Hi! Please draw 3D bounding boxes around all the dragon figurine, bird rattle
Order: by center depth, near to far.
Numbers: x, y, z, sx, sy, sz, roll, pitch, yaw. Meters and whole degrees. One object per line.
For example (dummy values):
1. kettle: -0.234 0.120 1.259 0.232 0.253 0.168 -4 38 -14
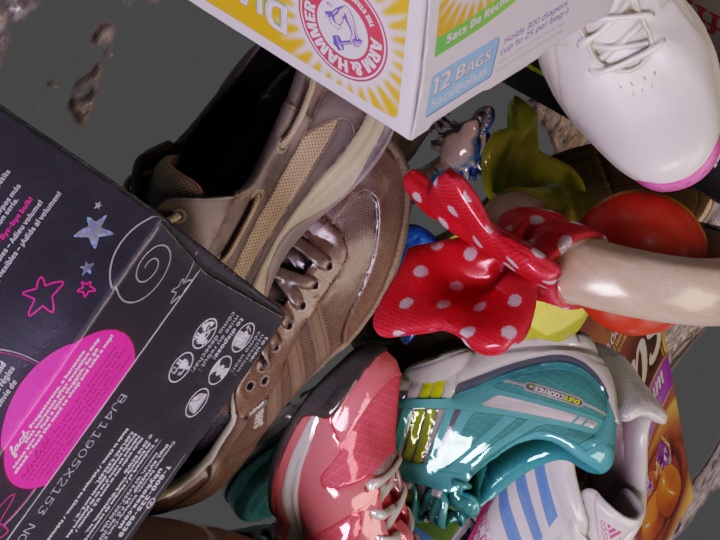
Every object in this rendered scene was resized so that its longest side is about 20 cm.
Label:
1. bird rattle: 0.097 -0.014 1.162 0.200 0.162 0.113 -27 126 -84
2. dragon figurine: 0.000 0.000 1.255 0.099 0.059 0.201 -12 127 -54

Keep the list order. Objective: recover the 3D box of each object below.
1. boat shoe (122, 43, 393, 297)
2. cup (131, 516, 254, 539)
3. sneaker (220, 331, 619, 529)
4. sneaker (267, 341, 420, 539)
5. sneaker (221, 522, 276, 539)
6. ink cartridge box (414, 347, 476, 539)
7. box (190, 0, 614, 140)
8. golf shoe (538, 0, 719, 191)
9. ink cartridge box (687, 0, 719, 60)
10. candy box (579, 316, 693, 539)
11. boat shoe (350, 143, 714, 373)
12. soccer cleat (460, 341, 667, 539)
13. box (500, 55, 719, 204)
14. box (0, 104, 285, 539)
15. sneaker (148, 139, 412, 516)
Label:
1. boat shoe: -0.070 -0.023 1.121 0.200 0.074 0.073 -55 134 -7
2. cup: -0.085 0.189 1.174 0.143 0.200 0.201 -25 139 -54
3. sneaker: 0.027 0.087 1.295 0.199 0.080 0.078 -17 159 7
4. sneaker: 0.003 0.128 1.240 0.074 0.086 0.201 -35 142 -60
5. sneaker: -0.054 0.165 1.320 0.200 0.079 0.096 -38 145 -33
6. ink cartridge box: 0.051 0.136 1.464 0.200 0.076 0.148 -52 153 -7
7. box: -0.015 -0.150 0.915 0.112 0.200 0.102 -35 146 -36
8. golf shoe: 0.094 -0.127 1.144 0.075 0.201 0.091 -25 170 13
9. ink cartridge box: 0.182 -0.221 1.225 0.144 0.147 0.201 -35 146 -36
10. candy box: 0.125 0.084 1.472 0.117 0.056 0.201 -52 138 -41
11. boat shoe: 0.084 -0.013 1.314 0.199 0.074 0.065 -25 -177 21
12. soccer cleat: 0.100 0.135 1.360 0.070 0.086 0.201 -1 116 -33
13. box: 0.162 -0.090 1.280 0.200 0.193 0.048 -11 129 -55
14. box: -0.145 0.053 1.013 0.200 0.115 0.132 -54 154 -3
15. sneaker: -0.043 0.028 1.169 0.201 0.070 0.076 -59 175 17
